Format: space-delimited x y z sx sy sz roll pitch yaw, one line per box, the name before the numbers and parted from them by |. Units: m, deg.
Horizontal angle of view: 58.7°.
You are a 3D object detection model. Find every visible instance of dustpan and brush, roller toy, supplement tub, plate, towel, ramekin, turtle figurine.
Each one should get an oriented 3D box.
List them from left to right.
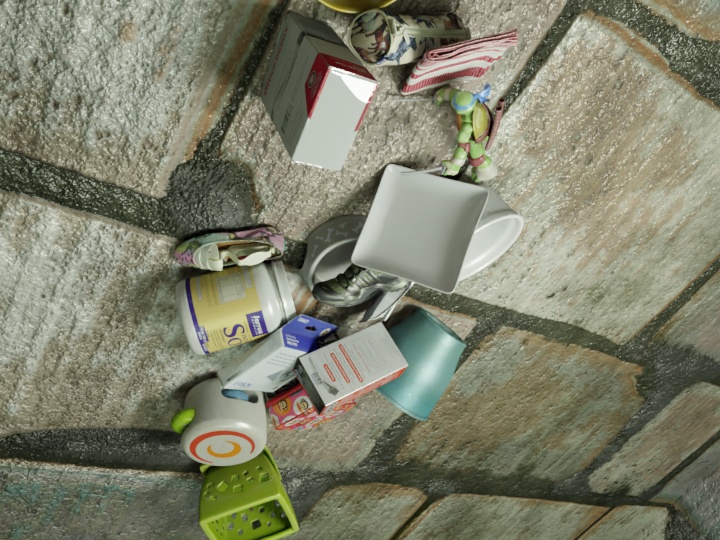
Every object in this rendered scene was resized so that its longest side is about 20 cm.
roller toy | -0.294 0.326 1.397 0.182 0.140 0.200 -14 136 6
supplement tub | -0.229 0.065 1.193 0.200 0.146 0.146 -15 133 -7
dustpan and brush | 0.080 0.041 1.332 0.057 0.140 0.200 35 80 -3
plate | 0.106 -0.075 1.138 0.200 0.200 0.032 -69 159 -9
turtle figurine | 0.156 -0.232 1.100 0.200 0.144 0.194 -38 147 13
towel | 0.146 -0.316 0.995 0.144 0.200 0.023 -16 92 -7
ramekin | 0.204 -0.073 1.232 0.200 0.098 0.201 -27 156 -13

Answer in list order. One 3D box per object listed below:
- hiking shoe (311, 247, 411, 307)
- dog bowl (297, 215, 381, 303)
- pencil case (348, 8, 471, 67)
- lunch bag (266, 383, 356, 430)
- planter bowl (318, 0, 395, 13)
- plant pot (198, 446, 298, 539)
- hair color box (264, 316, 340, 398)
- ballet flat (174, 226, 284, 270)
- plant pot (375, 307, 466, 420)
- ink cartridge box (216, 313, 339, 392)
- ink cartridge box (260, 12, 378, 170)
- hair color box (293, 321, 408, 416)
hiking shoe | 0.000 0.000 1.207 0.200 0.076 0.101 -15 122 -17
dog bowl | -0.024 -0.011 1.266 0.200 0.059 0.200 -11 132 -13
pencil case | 0.079 -0.347 0.955 0.200 0.089 0.078 -20 115 -43
lunch bag | -0.118 0.310 1.448 0.176 0.082 0.200 -31 158 11
planter bowl | -0.008 -0.464 0.866 0.200 0.084 0.201 -11 132 -12
plant pot | -0.279 0.547 1.563 0.199 0.182 0.200 -18 132 -6
hair color box | -0.137 0.191 1.394 0.200 0.061 0.099 -26 133 2
ballet flat | -0.234 -0.033 1.158 0.199 0.071 0.069 -10 131 -12
plant pot | 0.126 0.194 1.416 0.200 0.200 0.188 33 98 -38
ink cartridge box | -0.147 0.168 1.250 0.200 0.041 0.200 -36 158 10
ink cartridge box | -0.068 -0.264 0.937 0.083 0.200 0.145 6 126 -30
hair color box | -0.019 0.194 1.276 0.200 0.111 0.064 -20 156 -30
